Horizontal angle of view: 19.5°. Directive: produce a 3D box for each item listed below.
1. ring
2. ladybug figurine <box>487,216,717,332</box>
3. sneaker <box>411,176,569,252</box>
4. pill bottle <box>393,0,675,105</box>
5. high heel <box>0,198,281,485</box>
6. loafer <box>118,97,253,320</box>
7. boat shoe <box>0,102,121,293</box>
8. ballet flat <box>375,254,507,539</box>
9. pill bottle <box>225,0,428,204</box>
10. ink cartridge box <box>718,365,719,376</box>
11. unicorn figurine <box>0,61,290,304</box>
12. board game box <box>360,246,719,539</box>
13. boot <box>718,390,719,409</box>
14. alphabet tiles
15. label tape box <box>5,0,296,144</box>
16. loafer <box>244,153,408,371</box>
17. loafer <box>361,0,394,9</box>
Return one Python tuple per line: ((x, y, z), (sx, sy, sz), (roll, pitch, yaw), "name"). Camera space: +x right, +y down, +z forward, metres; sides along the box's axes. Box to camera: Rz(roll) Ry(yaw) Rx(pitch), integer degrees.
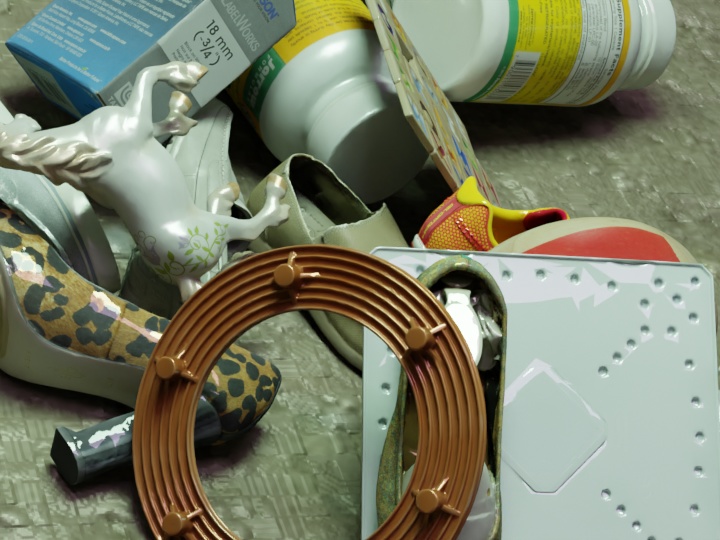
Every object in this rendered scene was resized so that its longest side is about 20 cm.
((-0.032, 0.084, 1.086), (0.200, 0.201, 0.019), (38, 8, 23), "ring")
((0.133, 0.040, 1.245), (0.200, 0.136, 0.072), (-10, 21, -25), "ladybug figurine")
((0.122, 0.007, 1.301), (0.200, 0.077, 0.073), (26, 26, -39), "sneaker")
((0.131, -0.177, 1.521), (0.200, 0.113, 0.113), (-1, 41, -38), "pill bottle")
((-0.140, 0.021, 1.197), (0.142, 0.071, 0.200), (-16, 65, -31), "high heel")
((-0.100, -0.032, 1.298), (0.070, 0.070, 0.200), (19, 44, -9), "loafer")
((-0.221, -0.044, 1.264), (0.071, 0.070, 0.201), (-31, 59, -23), "boat shoe")
((0.046, 0.086, 1.101), (0.071, 0.071, 0.200), (8, 72, -15), "ballet flat")
((-0.034, -0.137, 1.418), (0.113, 0.113, 0.200), (-8, 45, -32), "pill bottle")
((0.300, 0.080, 1.233), (0.162, 0.050, 0.200), (59, 36, -3), "ink cartridge box")
((-0.128, -0.056, 1.198), (0.200, 0.074, 0.137), (44, 49, 7), "unicorn figurine")
((0.098, 0.090, 1.155), (0.200, 0.026, 0.200), (3, 73, -7), "board game box")
((0.200, 0.163, 1.194), (0.095, 0.074, 0.200), (-17, 53, -9), "boot")
((0.057, -0.085, 1.360), (0.008, 0.200, 0.167), (-27, 42, 10), "alphabet tiles")
((-0.113, -0.174, 1.349), (0.200, 0.063, 0.144), (-43, 36, -12), "label tape box")
((0.000, 0.000, 1.296), (0.200, 0.068, 0.076), (38, 41, 24), "loafer")
((0.012, -0.228, 1.603), (0.075, 0.070, 0.200), (34, 33, -44), "loafer")
